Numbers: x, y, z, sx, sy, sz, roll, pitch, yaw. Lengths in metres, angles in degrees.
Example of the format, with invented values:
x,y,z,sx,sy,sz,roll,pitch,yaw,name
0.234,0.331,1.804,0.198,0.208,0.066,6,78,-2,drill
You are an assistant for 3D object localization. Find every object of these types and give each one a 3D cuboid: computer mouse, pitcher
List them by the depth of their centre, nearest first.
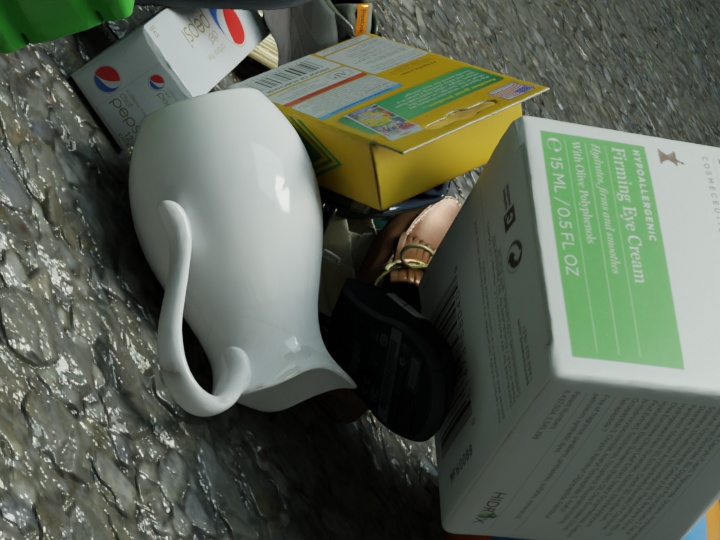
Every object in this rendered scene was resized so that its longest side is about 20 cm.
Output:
x,y,z,sx,sy,sz,roll,pitch,yaw,name
-0.088,-0.009,1.251,0.171,0.121,0.201,-3,77,-64,pitcher
0.014,0.020,1.304,0.046,0.141,0.200,-4,20,-34,computer mouse

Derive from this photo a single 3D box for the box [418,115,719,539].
x,y,z,sx,sy,sz,roll,pitch,yaw,name
0.152,0.045,1.277,0.170,0.200,0.200,8,53,-17,box

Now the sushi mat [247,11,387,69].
x,y,z,sx,sy,sz,roll,pitch,yaw,name
-0.046,-0.186,1.587,0.199,0.012,0.096,28,47,-21,sushi mat

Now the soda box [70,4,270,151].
x,y,z,sx,sy,sz,roll,pitch,yaw,name
-0.129,-0.153,1.398,0.064,0.068,0.200,55,22,-11,soda box

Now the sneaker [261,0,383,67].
x,y,z,sx,sy,sz,roll,pitch,yaw,name
-0.019,-0.149,1.451,0.074,0.079,0.201,-12,90,-49,sneaker

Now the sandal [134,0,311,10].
x,y,z,sx,sy,sz,roll,pitch,yaw,name
-0.112,-0.206,1.356,0.076,0.199,0.043,-127,-142,-62,sandal

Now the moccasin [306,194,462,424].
x,y,z,sx,sy,sz,roll,pitch,yaw,name
0.029,0.021,1.417,0.074,0.078,0.202,53,50,-20,moccasin

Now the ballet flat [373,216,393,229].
x,y,z,sx,sy,sz,roll,pitch,yaw,name
0.020,-0.068,1.616,0.200,0.073,0.073,38,31,-48,ballet flat

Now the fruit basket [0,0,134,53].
x,y,z,sx,sy,sz,roll,pitch,yaw,name
-0.223,-0.265,1.250,0.216,0.155,0.217,-15,90,-79,fruit basket

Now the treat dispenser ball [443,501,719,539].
x,y,z,sx,sy,sz,roll,pitch,yaw,name
0.160,0.184,1.437,0.201,0.200,0.201,47,25,-30,treat dispenser ball

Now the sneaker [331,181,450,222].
x,y,z,sx,sy,sz,roll,pitch,yaw,name
0.041,-0.075,1.424,0.200,0.081,0.074,-29,120,-44,sneaker

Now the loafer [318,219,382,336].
x,y,z,sx,sy,sz,roll,pitch,yaw,name
0.000,0.000,1.492,0.201,0.068,0.076,63,21,6,loafer

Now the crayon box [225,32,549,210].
x,y,z,sx,sy,sz,roll,pitch,yaw,name
0.017,-0.099,1.323,0.125,0.200,0.052,-25,119,-29,crayon box
